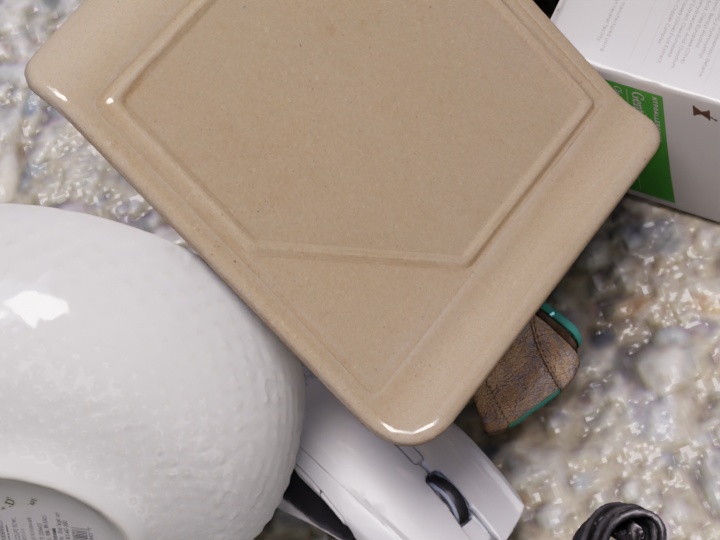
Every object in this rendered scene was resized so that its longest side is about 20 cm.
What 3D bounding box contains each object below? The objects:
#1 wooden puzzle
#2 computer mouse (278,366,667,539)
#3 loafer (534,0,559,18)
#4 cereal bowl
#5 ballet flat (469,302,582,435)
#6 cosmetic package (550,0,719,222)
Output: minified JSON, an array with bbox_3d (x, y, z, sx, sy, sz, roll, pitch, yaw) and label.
[{"bbox_3d":[-0.004,-0.059,0.971,0.200,0.037,0.185,44,59,-7],"label":"wooden puzzle"},{"bbox_3d":[0.022,0.088,1.024,0.200,0.044,0.110,31,48,29],"label":"computer mouse"},{"bbox_3d":[0.047,-0.134,1.135,0.200,0.076,0.068,-34,69,-7],"label":"loafer"},{"bbox_3d":[-0.122,0.067,0.974,0.199,0.200,0.084,1,51,11],"label":"cereal bowl"},{"bbox_3d":[0.000,0.000,1.084,0.200,0.068,0.067,36,82,26],"label":"ballet flat"},{"bbox_3d":[0.183,-0.069,1.059,0.199,0.108,0.085,19,68,21],"label":"cosmetic package"}]
